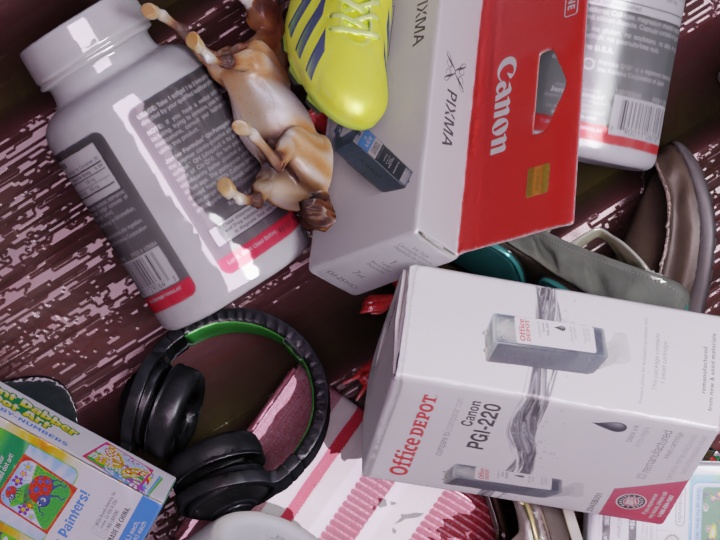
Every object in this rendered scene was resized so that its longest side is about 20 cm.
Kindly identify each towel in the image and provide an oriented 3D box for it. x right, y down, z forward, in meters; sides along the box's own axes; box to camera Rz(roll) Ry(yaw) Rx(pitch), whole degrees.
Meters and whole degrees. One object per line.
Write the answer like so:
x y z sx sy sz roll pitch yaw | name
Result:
-0.004 0.175 1.613 0.200 0.023 0.144 36 87 -9 | towel

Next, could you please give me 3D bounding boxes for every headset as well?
-0.109 0.115 1.571 0.200 0.094 0.124 -40 72 -12 | headset

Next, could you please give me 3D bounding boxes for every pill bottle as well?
-0.128 -0.072 1.540 0.111 0.111 0.200 -32 96 -4 | pill bottle
0.149 -0.170 1.565 0.114 0.114 0.200 10 91 -7 | pill bottle

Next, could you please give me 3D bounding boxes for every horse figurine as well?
-0.060 -0.094 1.497 0.050 0.133 0.200 -35 66 21 | horse figurine

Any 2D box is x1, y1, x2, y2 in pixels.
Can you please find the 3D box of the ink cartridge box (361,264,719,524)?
0.109 0.078 1.501 0.200 0.146 0.085 11 59 -3 | ink cartridge box

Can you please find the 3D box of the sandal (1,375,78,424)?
-0.280 0.112 1.563 0.200 0.048 0.075 -17 95 -5 | sandal

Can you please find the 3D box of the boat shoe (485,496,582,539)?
0.110 0.173 1.587 0.059 0.072 0.200 -8 81 -14 | boat shoe

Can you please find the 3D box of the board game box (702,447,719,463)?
0.278 0.220 1.646 0.200 0.023 0.105 39 86 -7 | board game box

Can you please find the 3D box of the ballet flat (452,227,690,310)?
0.122 -0.010 1.576 0.200 0.067 0.064 31 70 22 | ballet flat

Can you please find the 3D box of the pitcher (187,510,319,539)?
-0.109 0.245 1.549 0.171 0.121 0.200 25 114 7 | pitcher

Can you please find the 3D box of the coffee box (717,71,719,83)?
0.383 -0.110 1.550 0.198 0.200 0.200 -39 97 -4 | coffee box

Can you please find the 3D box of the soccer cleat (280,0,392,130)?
-0.005 -0.176 1.516 0.065 0.084 0.200 19 48 -25 | soccer cleat

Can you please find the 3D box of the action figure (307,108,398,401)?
0.000 0.000 1.575 0.200 0.065 0.099 48 65 -6 | action figure

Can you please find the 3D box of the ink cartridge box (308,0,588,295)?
0.054 -0.100 1.496 0.045 0.176 0.200 30 54 -38 | ink cartridge box

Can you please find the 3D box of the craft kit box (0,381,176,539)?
-0.245 0.166 1.515 0.197 0.049 0.200 28 112 -4 | craft kit box

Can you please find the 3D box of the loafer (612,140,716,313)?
0.187 0.015 1.598 0.071 0.073 0.200 3 92 -7 | loafer

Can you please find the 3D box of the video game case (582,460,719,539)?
0.235 0.225 1.619 0.182 0.024 0.200 2 93 -6 | video game case
